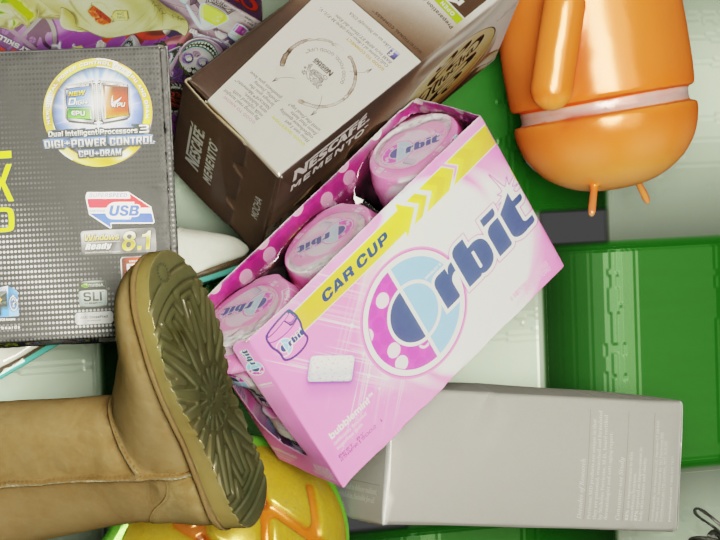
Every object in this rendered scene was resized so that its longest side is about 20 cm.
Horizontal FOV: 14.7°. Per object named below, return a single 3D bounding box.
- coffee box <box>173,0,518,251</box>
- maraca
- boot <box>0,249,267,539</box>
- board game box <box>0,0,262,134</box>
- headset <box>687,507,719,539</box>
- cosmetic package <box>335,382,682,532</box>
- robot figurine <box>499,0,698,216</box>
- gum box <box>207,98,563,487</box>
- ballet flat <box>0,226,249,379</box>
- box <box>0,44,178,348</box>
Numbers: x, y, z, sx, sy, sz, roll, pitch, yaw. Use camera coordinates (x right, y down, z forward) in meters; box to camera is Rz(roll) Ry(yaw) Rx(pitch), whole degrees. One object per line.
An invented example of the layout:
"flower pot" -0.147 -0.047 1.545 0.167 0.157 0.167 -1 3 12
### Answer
"coffee box" -0.008 -0.114 1.598 0.200 0.113 0.080 -40 78 -22
"maraca" -0.095 0.175 1.588 0.200 0.107 0.137 -28 104 -20
"boot" -0.167 0.078 1.495 0.066 0.199 0.176 -57 137 -56
"board game box" -0.168 -0.150 1.554 0.200 0.032 0.120 29 123 -22
"headset" 0.290 0.150 1.767 0.200 0.094 0.124 -14 97 -34
"cosmetic package" 0.082 0.110 1.667 0.199 0.107 0.091 1 91 -22
"robot figurine" 0.139 -0.135 1.675 0.116 0.144 0.201 -10 92 -12
"gum box" 0.007 0.014 1.552 0.200 0.066 0.114 -44 123 -20
"ballet flat" -0.159 0.007 1.582 0.200 0.069 0.070 -25 101 -18
"box" -0.200 -0.038 1.527 0.199 0.044 0.161 -2 85 -6
